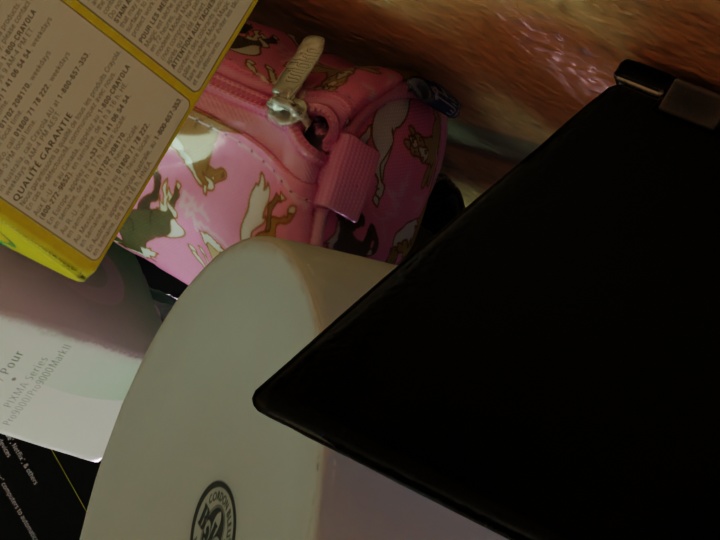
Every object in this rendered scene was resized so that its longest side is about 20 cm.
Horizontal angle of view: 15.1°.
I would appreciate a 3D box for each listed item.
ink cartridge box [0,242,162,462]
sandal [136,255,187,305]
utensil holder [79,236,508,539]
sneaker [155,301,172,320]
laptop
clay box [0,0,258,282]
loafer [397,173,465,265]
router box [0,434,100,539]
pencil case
[{"bbox_3d":[-0.160,-0.035,0.775,0.200,0.050,0.161,23,-152,-36],"label":"ink cartridge box"},{"bbox_3d":[-0.146,-0.015,0.907,0.200,0.048,0.075,21,173,-27],"label":"sandal"},{"bbox_3d":[0.047,0.089,0.663,0.200,0.170,0.170,16,177,-22],"label":"utensil holder"},{"bbox_3d":[-0.020,0.033,1.087,0.200,0.074,0.118,28,168,-3],"label":"sneaker"},{"bbox_3d":[0.114,0.045,0.569,0.187,0.116,0.200,26,171,28],"label":"laptop"},{"bbox_3d":[-0.091,-0.096,0.423,0.200,0.115,0.048,37,170,-40],"label":"clay box"},{"bbox_3d":[0.000,0.000,0.819,0.200,0.071,0.073,48,161,47],"label":"loafer"},{"bbox_3d":[-0.159,0.019,0.978,0.051,0.149,0.200,13,133,62],"label":"router box"},{"bbox_3d":[-0.075,-0.054,0.741,0.200,0.087,0.083,27,-151,19],"label":"pencil case"}]
